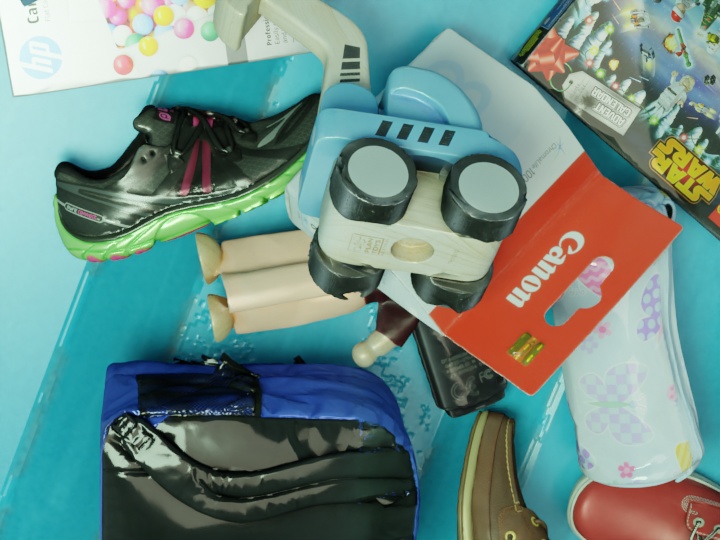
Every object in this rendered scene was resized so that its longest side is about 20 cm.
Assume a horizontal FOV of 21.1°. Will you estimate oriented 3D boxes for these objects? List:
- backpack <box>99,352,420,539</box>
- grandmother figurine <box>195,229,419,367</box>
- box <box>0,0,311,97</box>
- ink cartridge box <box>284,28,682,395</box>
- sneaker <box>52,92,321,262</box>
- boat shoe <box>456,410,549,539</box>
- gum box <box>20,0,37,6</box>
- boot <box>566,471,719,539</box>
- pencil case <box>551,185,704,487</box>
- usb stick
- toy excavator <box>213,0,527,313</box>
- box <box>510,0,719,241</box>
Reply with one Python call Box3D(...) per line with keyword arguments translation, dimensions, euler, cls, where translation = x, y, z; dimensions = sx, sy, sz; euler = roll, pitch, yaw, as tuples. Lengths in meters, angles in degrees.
Box3D(translation=(-0.064, 0.128, 1.230), dimensions=(0.198, 0.168, 0.164), euler=(0, 115, -5), cls="backpack")
Box3D(translation=(0.000, 0.000, 1.238), dimensions=(0.198, 0.061, 0.122), euler=(-12, 96, -1), cls="grandmother figurine")
Box3D(translation=(-0.133, -0.202, 1.219), dimensions=(0.198, 0.041, 0.157), euler=(-8, 102, -5), cls="box")
Box3D(translation=(0.077, -0.040, 1.200), dimensions=(0.200, 0.047, 0.160), euler=(36, 67, 22), cls="ink cartridge box")
Box3D(translation=(-0.104, -0.072, 1.233), dimensions=(0.199, 0.077, 0.084), euler=(-23, 102, -6), cls="sneaker")
Box3D(translation=(0.098, 0.191, 1.282), dimensions=(0.067, 0.072, 0.201), euler=(-1, 65, 7), cls="boat shoe")
Box3D(translation=(-0.171, -0.287, 1.160), dimensions=(0.169, 0.045, 0.201), euler=(-26, 87, -6), cls="gum box")
Box3D(translation=(0.244, 0.192, 1.303), dimensions=(0.199, 0.144, 0.073), euler=(16, 100, -10), cls="boot")
Box3D(translation=(0.177, 0.043, 1.292), dimensions=(0.090, 0.083, 0.201), euler=(-5, 105, 16), cls="pencil case")
Box3D(translation=(0.049, 0.000, 1.292), dimensions=(0.055, 0.033, 0.201), euler=(-21, 104, -10), cls="usb stick")
Box3D(translation=(0.002, -0.092, 1.155), dimensions=(0.193, 0.201, 0.100), euler=(9, 144, -7), cls="toy excavator")
Box3D(translation=(0.218, -0.128, 1.284), dimensions=(0.200, 0.040, 0.137), euler=(38, 95, -14), cls="box")
